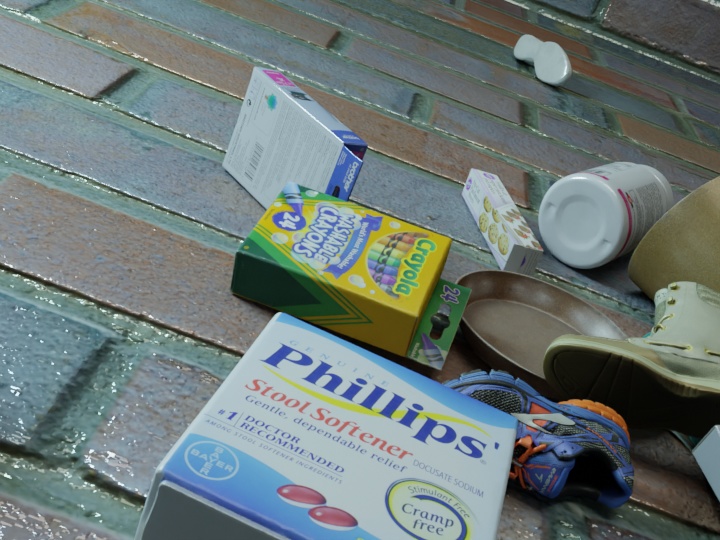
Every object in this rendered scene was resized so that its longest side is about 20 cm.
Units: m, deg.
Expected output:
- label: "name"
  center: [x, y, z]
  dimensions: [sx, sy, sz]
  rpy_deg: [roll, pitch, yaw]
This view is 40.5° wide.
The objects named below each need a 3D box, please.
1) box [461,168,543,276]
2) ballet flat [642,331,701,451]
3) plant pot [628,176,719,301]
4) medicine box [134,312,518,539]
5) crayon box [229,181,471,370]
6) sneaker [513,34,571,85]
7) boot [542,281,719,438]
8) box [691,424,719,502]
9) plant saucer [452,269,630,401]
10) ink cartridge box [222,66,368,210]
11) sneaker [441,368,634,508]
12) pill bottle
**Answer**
- label: "box"
  center: [0.166, -0.060, 1.169]
  dimensions: [0.038, 0.042, 0.201]
  rpy_deg: [13, 28, -17]
- label: "ballet flat"
  center: [0.315, 0.135, 0.907]
  dimensions: [0.064, 0.067, 0.201]
  rpy_deg: [39, 17, -29]
- label: "plant pot"
  center: [0.434, 0.023, 1.083]
  dimensions: [0.185, 0.187, 0.201]
  rpy_deg: [-3, 48, -40]
- label: "medicine box"
  center: [-0.014, 0.140, 0.589]
  dimensions: [0.181, 0.104, 0.200]
  rpy_deg: [24, 27, 5]
- label: "crayon box"
  center: [0.000, 0.000, 0.877]
  dimensions: [0.198, 0.052, 0.126]
  rpy_deg: [20, 38, 7]
- label: "sneaker"
  center: [0.395, -0.425, 2.000]
  dimensions: [0.088, 0.076, 0.200]
  rpy_deg: [21, 23, -28]
- label: "boot"
  center: [0.262, 0.067, 0.869]
  dimensions: [0.198, 0.073, 0.155]
  rpy_deg: [13, 36, 4]
- label: "box"
  center: [0.365, 0.207, 0.741]
  dimensions: [0.154, 0.041, 0.201]
  rpy_deg: [3, 45, -23]
- label: "plant saucer"
  center: [0.176, 0.067, 0.945]
  dimensions: [0.198, 0.035, 0.201]
  rpy_deg: [18, 26, -9]
- label: "ink cartridge box"
  center: [-0.063, -0.110, 1.003]
  dimensions: [0.042, 0.120, 0.200]
  rpy_deg: [-2, 35, -41]
- label: "sneaker"
  center: [0.130, 0.132, 0.746]
  dimensions: [0.198, 0.076, 0.079]
  rpy_deg: [11, 31, -17]
- label: "pill bottle"
  center: [0.314, -0.075, 1.223]
  dimensions: [0.113, 0.114, 0.199]
  rpy_deg: [35, 29, 26]
